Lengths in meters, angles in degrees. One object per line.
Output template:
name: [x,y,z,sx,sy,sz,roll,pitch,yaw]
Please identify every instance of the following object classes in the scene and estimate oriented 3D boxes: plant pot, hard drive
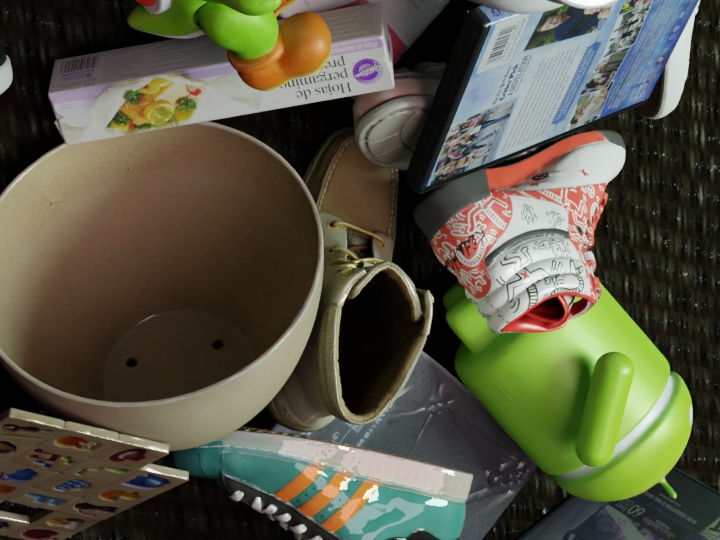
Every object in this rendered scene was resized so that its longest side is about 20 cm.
plant pot: [-0.117,0.029,1.084,0.200,0.200,0.135,-31,148,-18]
hard drive: [0.020,0.125,1.265,0.200,0.042,0.135,41,84,-32]

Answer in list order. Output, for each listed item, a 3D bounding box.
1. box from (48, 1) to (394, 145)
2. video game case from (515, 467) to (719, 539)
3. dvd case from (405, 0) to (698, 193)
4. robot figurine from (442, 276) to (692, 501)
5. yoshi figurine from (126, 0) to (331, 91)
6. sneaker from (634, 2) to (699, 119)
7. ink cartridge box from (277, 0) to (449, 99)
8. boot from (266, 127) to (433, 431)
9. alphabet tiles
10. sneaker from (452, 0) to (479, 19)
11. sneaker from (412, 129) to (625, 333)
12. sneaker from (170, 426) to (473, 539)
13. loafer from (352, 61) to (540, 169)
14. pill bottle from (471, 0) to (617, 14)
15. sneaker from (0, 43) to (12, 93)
box: [-0.081,-0.114,1.066,0.199,0.041,0.039,-10,130,6]
video game case: [0.169,0.213,1.321,0.200,0.143,0.019,-35,118,-16]
dvd case: [0.123,-0.126,1.104,0.200,0.018,0.143,-23,151,-32]
robot figurine: [0.145,0.075,1.257,0.116,0.175,0.200,-41,100,8]
yoshi figurine: [-0.079,-0.185,0.948,0.200,0.112,0.112,37,71,-49]
sneaker: [0.218,-0.202,1.245,0.084,0.073,0.200,-17,120,-25]
ink cartridge box: [0.005,-0.228,1.112,0.200,0.083,0.147,-49,123,-6]
boot: [0.000,0.000,1.125,0.072,0.155,0.201,16,81,-14]
alphabet tiles: [-0.204,0.120,1.061,0.167,0.200,0.008,18,59,-33]
sneaker: [0.119,-0.222,1.184,0.115,0.076,0.201,-7,112,-30]
sneaker: [0.127,-0.021,1.188,0.201,0.067,0.108,-20,73,-47]
sneaker: [-0.028,0.147,1.165,0.199,0.071,0.080,13,86,-12]
loafer: [0.047,-0.101,1.157,0.072,0.063,0.200,-27,162,24]
pill bottle: [0.070,-0.199,0.988,0.108,0.200,0.109,-10,111,-27]
sneaker: [-0.287,-0.133,0.980,0.200,0.073,0.112,-13,114,-25]
